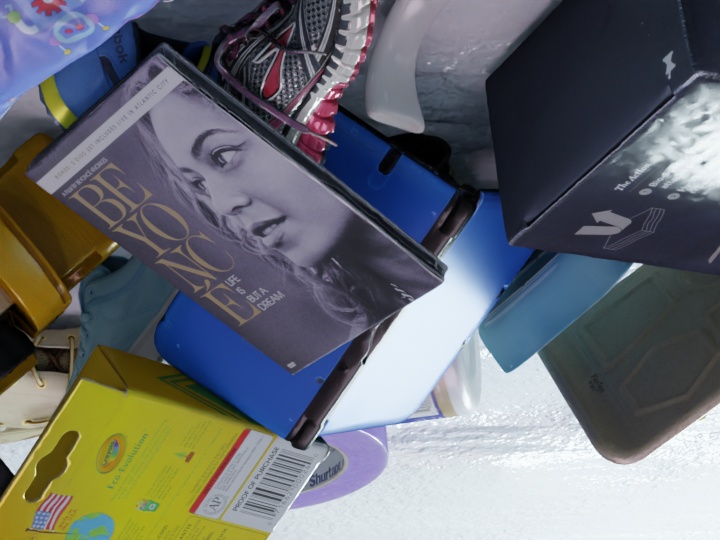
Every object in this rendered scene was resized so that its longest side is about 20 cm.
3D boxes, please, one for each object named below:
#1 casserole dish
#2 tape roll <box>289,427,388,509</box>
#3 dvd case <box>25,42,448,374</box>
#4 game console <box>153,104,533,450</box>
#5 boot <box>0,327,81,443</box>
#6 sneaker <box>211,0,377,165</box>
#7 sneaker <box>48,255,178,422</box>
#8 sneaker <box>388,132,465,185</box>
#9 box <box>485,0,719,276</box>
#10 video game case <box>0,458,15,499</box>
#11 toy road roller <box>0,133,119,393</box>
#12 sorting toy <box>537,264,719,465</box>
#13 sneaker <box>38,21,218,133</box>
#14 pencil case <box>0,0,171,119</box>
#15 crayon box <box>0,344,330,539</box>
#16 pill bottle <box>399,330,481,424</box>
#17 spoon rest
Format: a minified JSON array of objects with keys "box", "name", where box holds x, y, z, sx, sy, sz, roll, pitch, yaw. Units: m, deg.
[{"box":[0.135,-0.011,1.323,0.039,0.121,0.200,35,143,-6],"name":"casserole dish"},{"box":[-0.080,0.113,1.552,0.199,0.085,0.200,-3,154,-2],"name":"tape roll"},{"box":[-0.070,-0.027,1.118,0.200,0.016,0.149,38,139,-17],"name":"dvd case"},{"box":[0.000,0.000,1.241,0.170,0.118,0.200,33,114,-2],"name":"game console"},{"box":[-0.242,0.060,1.433,0.199,0.073,0.155,-13,152,25],"name":"boot"},{"box":[-0.039,-0.121,1.062,0.074,0.081,0.200,10,133,-13],"name":"sneaker"},{"box":[-0.157,0.032,1.338,0.200,0.082,0.074,-51,173,16],"name":"sneaker"},{"box":[0.043,-0.042,1.276,0.199,0.072,0.083,8,135,-41],"name":"sneaker"},{"box":[0.207,-0.093,1.152,0.199,0.118,0.197,7,151,-26],"name":"box"},{"box":[-0.296,0.051,1.250,0.025,0.181,0.200,-42,131,-13],"name":"video game case"},{"box":[-0.224,-0.002,1.251,0.146,0.123,0.200,-40,-177,-13],"name":"toy road roller"},{"box":[0.218,0.034,1.293,0.200,0.185,0.037,-33,115,4],"name":"sorting toy"},{"box":[-0.094,-0.086,1.171,0.078,0.066,0.200,-24,148,26],"name":"sneaker"},{"box":[-0.155,-0.134,0.989,0.200,0.078,0.087,-34,117,15],"name":"pencil case"},{"box":[-0.131,0.122,1.243,0.200,0.051,0.127,22,109,-43],"name":"crayon box"},{"box":[-0.024,0.052,1.397,0.199,0.120,0.120,-8,154,11],"name":"pill bottle"},{"box":[0.069,-0.159,1.081,0.099,0.061,0.200,15,134,-38],"name":"spoon rest"}]
